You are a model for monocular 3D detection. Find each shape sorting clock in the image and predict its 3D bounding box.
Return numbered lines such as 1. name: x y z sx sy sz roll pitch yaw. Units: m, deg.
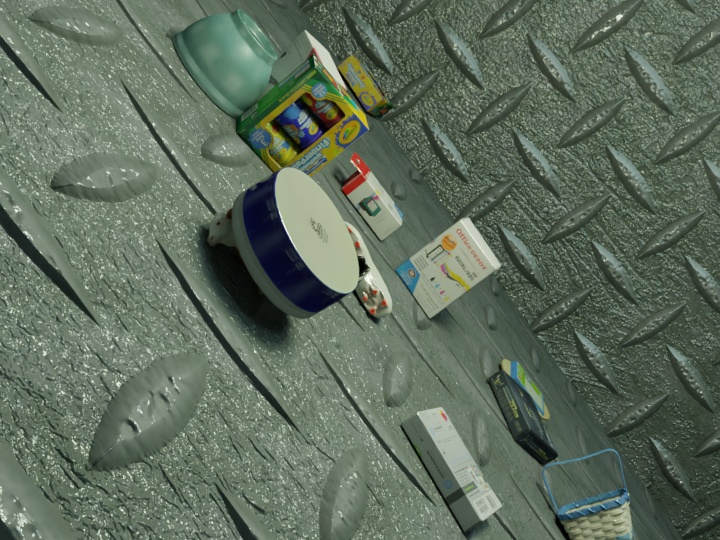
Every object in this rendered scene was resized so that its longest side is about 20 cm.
1. shape sorting clock: 0.451 0.328 2.464 0.200 0.039 0.201 48 17 -19

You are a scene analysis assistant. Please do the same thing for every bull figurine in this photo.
1. bull figurine: -0.144 -0.028 1.315 0.199 0.065 0.123 2 61 -65

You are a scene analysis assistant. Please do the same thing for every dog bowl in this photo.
1. dog bowl: -0.088 -0.040 1.261 0.200 0.078 0.202 47 26 -32

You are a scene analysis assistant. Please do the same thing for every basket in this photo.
1. basket: 0.507 0.511 1.978 0.139 0.174 0.203 -3 77 -73

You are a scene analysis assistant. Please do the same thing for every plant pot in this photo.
1. plant pot: -0.245 -0.415 1.733 0.201 0.133 0.201 50 15 -19

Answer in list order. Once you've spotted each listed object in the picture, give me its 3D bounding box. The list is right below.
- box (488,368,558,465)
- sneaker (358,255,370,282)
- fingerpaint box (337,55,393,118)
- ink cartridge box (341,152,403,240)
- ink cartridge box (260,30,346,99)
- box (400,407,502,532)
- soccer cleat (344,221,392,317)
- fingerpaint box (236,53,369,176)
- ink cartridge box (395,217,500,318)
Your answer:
1. box: 0.400 0.360 2.207 0.157 0.051 0.201 42 19 -38
2. sneaker: -0.051 -0.012 1.532 0.076 0.087 0.199 60 17 18
3. fingerpaint box: 0.021 -0.663 3.242 0.201 0.073 0.167 57 14 10
4. ink cartridge box: 0.019 -0.182 2.180 0.201 0.067 0.116 52 14 -9
5. ink cartridge box: -0.140 -0.359 1.810 0.082 0.199 0.148 33 24 -44
6. box: 0.156 0.329 1.510 0.202 0.041 0.156 59 15 15
7. soccer cleat: 0.000 0.000 1.724 0.202 0.069 0.078 62 10 3
8. fingerpaint box: -0.111 -0.280 1.721 0.167 0.199 0.074 46 17 -29
9. ink cartridge box: 0.213 -0.010 2.143 0.148 0.199 0.145 54 14 4
